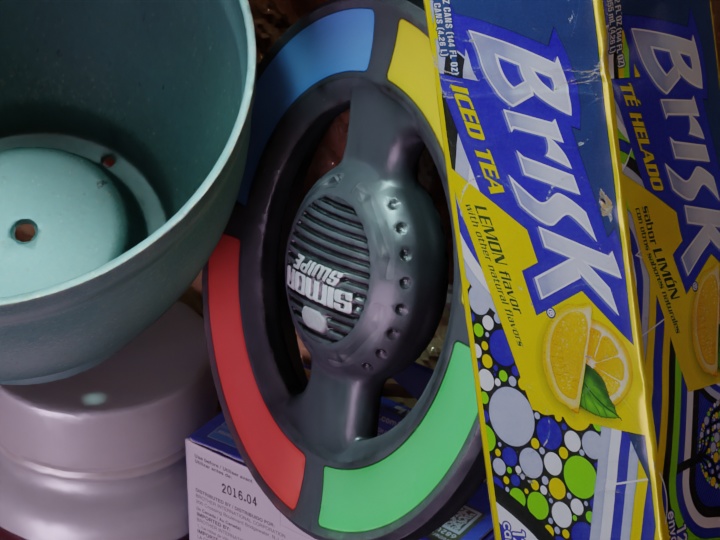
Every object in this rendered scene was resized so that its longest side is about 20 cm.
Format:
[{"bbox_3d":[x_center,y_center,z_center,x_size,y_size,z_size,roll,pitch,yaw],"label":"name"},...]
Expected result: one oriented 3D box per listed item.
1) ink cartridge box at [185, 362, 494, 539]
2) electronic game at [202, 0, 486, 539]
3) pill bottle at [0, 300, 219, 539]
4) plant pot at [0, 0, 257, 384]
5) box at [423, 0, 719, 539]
[{"bbox_3d":[0.004,0.127,1.112,0.136,0.076,0.201,22,129,31],"label":"ink cartridge box"},{"bbox_3d":[0.000,0.000,1.009,0.199,0.041,0.202,-2,88,54],"label":"electronic game"},{"bbox_3d":[-0.106,0.115,1.177,0.114,0.114,0.201,22,128,31],"label":"pill bottle"},{"bbox_3d":[-0.133,-0.039,1.050,0.200,0.200,0.134,34,157,21],"label":"plant pot"},{"bbox_3d":[0.074,-0.010,0.877,0.070,0.064,0.201,2,107,39],"label":"box"}]
